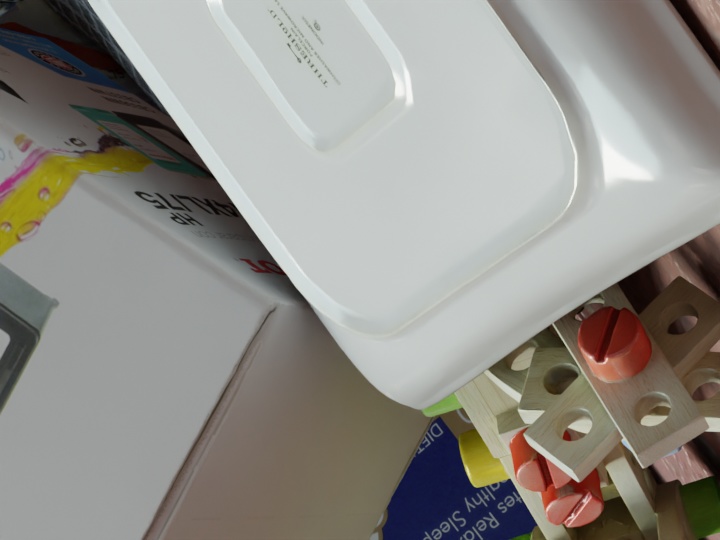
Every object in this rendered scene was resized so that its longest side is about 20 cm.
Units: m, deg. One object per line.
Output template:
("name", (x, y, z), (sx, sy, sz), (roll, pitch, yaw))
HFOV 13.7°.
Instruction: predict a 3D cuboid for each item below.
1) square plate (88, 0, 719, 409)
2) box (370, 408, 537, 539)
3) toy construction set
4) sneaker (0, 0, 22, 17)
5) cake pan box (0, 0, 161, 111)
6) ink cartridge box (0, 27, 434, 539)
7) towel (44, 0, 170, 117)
("square plate", (-0.008, -0.066, 0.762), (0.200, 0.028, 0.198), (54, 149, 0))
("box", (0.064, 0.133, 1.035), (0.200, 0.121, 0.032), (51, -173, 21))
("toy construction set", (0.065, 0.062, 0.875), (0.200, 0.092, 0.131), (80, -178, -51))
("sneaker", (-0.167, -0.124, 1.062), (0.087, 0.074, 0.200), (64, 172, -20))
("cake pan box", (-0.144, -0.091, 1.201), (0.184, 0.199, 0.052), (51, 141, 49))
("ink cartridge box", (-0.097, 0.026, 0.936), (0.200, 0.146, 0.147), (33, -169, 24))
("towel", (-0.104, -0.153, 1.106), (0.200, 0.085, 0.166), (50, 170, 44))
